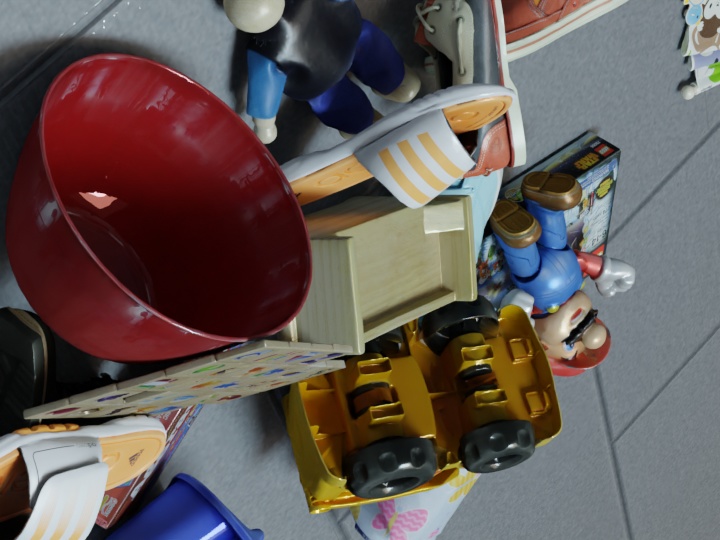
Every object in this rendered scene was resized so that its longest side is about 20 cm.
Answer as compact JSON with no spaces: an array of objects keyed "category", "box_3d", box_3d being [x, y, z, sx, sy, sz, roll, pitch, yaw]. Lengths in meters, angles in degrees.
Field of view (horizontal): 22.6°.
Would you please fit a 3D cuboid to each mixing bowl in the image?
[{"category":"mixing bowl","box_3d":[-0.139,-0.020,1.085,0.108,0.201,0.200,-37,161,34]}]

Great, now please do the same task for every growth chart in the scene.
[{"category":"growth chart","box_3d":[0.340,-0.250,1.645,0.145,0.018,0.200,-30,139,-34]}]

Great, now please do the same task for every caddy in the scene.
[{"category":"caddy","box_3d":[-0.115,0.225,1.326,0.105,0.142,0.200,-35,174,-20]}]

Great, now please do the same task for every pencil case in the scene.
[{"category":"pencil case","box_3d":[0.066,0.149,1.541,0.083,0.091,0.200,-3,133,-49]}]

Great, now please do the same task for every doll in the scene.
[{"category":"doll","box_3d":[-0.031,-0.144,1.215,0.137,0.048,0.200,-54,148,1]}]

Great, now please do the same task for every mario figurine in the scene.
[{"category":"mario figurine","box_3d":[0.173,0.017,1.499,0.123,0.106,0.200,-17,134,3]}]

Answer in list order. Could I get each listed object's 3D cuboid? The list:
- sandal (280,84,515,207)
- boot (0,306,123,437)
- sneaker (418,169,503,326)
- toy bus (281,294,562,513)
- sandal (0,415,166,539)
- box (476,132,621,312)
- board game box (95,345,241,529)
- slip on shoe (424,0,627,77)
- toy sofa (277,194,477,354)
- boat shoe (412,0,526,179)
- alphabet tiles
[{"category":"sandal","box_3d":[0.021,-0.066,1.233,0.206,0.059,0.079,-24,167,24]},{"category":"boot","box_3d":[-0.199,0.080,1.184,0.138,0.077,0.200,-30,154,-41]},{"category":"sneaker","box_3d":[0.068,-0.038,1.395,0.082,0.074,0.200,-73,168,-48]},{"category":"toy bus","box_3d":[0.036,0.123,1.422,0.199,0.136,0.192,-9,154,-17]},{"category":"sandal","box_3d":[-0.178,0.137,1.129,0.206,0.059,0.079,-11,139,-55]},{"category":"box","box_3d":[0.144,-0.019,1.571,0.200,0.040,0.137,-33,142,-32]},{"category":"board game box","box_3d":[-0.125,0.091,1.291,0.200,0.019,0.103,-58,174,3]},{"category":"slip on shoe","box_3d":[0.126,-0.200,1.371,0.200,0.074,0.061,-31,102,-22]},{"category":"toy sofa","box_3d":[0.000,0.000,1.288,0.200,0.097,0.083,-22,110,-60]},{"category":"boat shoe","box_3d":[0.070,-0.163,1.279,0.062,0.071,0.201,-13,105,-4]},{"category":"alphabet tiles","box_3d":[-0.091,0.070,1.140,0.167,0.008,0.200,-17,171,20]}]
